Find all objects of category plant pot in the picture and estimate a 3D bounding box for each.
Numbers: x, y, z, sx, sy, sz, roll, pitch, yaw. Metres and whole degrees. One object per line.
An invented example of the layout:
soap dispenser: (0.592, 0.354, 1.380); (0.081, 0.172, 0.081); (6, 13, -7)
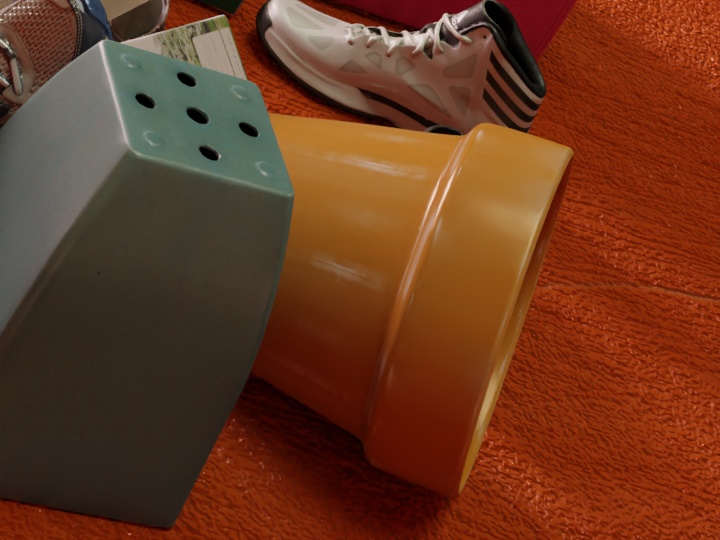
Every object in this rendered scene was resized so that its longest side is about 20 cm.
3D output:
plant pot: (-0.123, -0.001, 1.207); (0.141, 0.200, 0.142); (14, 37, -29)
plant pot: (0.000, 0.000, 1.349); (0.182, 0.201, 0.200); (19, 31, 6)

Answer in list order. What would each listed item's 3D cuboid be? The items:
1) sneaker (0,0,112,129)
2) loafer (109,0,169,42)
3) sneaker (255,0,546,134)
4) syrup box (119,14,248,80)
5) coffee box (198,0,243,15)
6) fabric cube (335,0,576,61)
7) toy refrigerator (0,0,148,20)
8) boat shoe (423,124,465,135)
sneaker: (-0.206, -0.078, 1.241); (0.085, 0.200, 0.077); (-10, 69, -57)
loafer: (-0.164, -0.153, 1.503); (0.073, 0.071, 0.200); (35, 31, 2)
sneaker: (0.036, -0.154, 1.646); (0.200, 0.116, 0.076); (30, 31, -5)
syrup box: (-0.127, -0.085, 1.369); (0.200, 0.081, 0.079); (-35, 107, -70)
coffee box: (-0.164, -0.255, 1.671); (0.199, 0.044, 0.123); (21, 34, -20)
fabric cube: (0.070, -0.304, 1.803); (0.198, 0.200, 0.197); (16, 36, -25)
toy refrigerator: (-0.210, -0.160, 1.380); (0.199, 0.076, 0.070); (-30, 63, -22)
boat shoe: (0.058, -0.012, 1.525); (0.073, 0.063, 0.202); (19, 36, -27)
